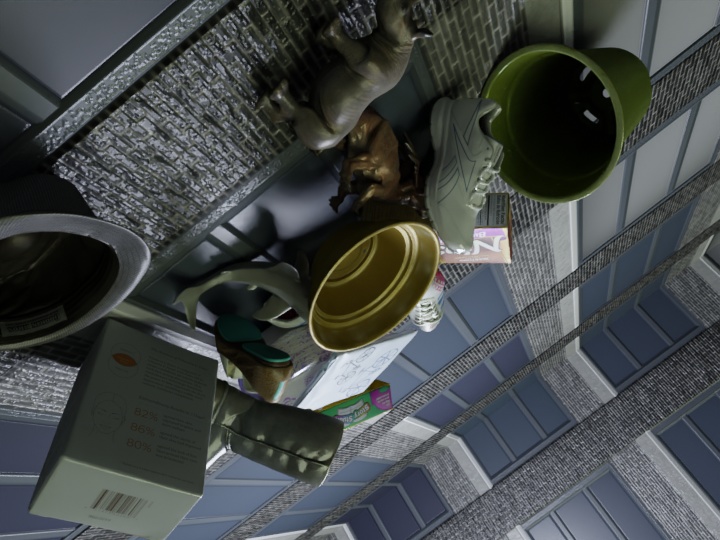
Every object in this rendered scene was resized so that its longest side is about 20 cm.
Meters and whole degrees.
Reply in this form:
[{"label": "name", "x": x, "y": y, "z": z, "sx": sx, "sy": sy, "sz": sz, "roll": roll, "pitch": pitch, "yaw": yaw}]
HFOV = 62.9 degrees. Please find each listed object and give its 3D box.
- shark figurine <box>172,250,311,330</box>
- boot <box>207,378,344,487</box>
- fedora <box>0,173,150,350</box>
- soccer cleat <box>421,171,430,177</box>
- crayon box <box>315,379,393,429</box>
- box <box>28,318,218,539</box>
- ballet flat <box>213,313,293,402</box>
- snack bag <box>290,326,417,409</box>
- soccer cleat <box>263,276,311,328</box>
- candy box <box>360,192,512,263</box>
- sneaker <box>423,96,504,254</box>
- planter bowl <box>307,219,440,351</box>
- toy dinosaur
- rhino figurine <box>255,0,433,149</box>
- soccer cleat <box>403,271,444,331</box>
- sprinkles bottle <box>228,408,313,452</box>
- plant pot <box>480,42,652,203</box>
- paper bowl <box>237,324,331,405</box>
[{"label": "shark figurine", "x": -0.125, "y": 0.013, "z": 0.754, "sx": 0.212, "sy": 0.129, "sz": 0.089, "roll": 9, "pitch": 158, "yaw": -19}, {"label": "boot", "x": -0.142, "y": 0.252, "z": 0.803, "sx": 0.199, "sy": 0.073, "sz": 0.183, "roll": 29, "pitch": 94, "yaw": -25}, {"label": "fedora", "x": -0.291, "y": -0.016, "z": 0.516, "sx": 0.200, "sy": 0.091, "sz": 0.176, "roll": -42, "pitch": 151, "yaw": 26}, {"label": "soccer cleat", "x": 0.121, "y": -0.108, "z": 0.841, "sx": 0.064, "sy": 0.084, "sz": 0.201, "roll": -17, "pitch": 153, "yaw": -34}, {"label": "crayon box", "x": -0.069, "y": 0.251, "z": 1.112, "sx": 0.199, "sy": 0.059, "sz": 0.172, "roll": -14, "pitch": -171, "yaw": -35}, {"label": "box", "x": -0.264, "y": 0.183, "z": 0.688, "sx": 0.151, "sy": 0.201, "sz": 0.107, "roll": 27, "pitch": 119, "yaw": -24}, {"label": "ballet flat", "x": -0.148, "y": 0.118, "z": 0.776, "sx": 0.067, "sy": 0.199, "sz": 0.073, "roll": 2, "pitch": 102, "yaw": -36}, {"label": "snack bag", "x": -0.020, "y": 0.166, "z": 0.951, "sx": 0.199, "sy": 0.021, "sz": 0.189, "roll": -10, "pitch": 146, "yaw": -46}, {"label": "soccer cleat", "x": -0.048, "y": 0.034, "z": 0.849, "sx": 0.199, "sy": 0.070, "sz": 0.086, "roll": -24, "pitch": 171, "yaw": 8}, {"label": "candy box", "x": 0.111, "y": -0.056, "z": 0.827, "sx": 0.198, "sy": 0.057, "sz": 0.117, "roll": 2, "pitch": 157, "yaw": 17}, {"label": "sneaker", "x": 0.129, "y": -0.121, "z": 0.717, "sx": 0.086, "sy": 0.202, "sz": 0.074, "roll": -2, "pitch": 174, "yaw": 33}, {"label": "planter bowl", "x": 0.000, "y": 0.000, "z": 0.746, "sx": 0.199, "sy": 0.084, "sz": 0.201, "roll": -26, "pitch": 142, "yaw": -22}, {"label": "toy dinosaur", "x": 0.021, "y": -0.136, "z": 0.701, "sx": 0.135, "sy": 0.086, "sz": 0.201, "roll": -38, "pitch": 140, "yaw": -13}, {"label": "rhino figurine", "x": -0.005, "y": -0.197, "z": 0.556, "sx": 0.087, "sy": 0.060, "sz": 0.200, "roll": 39, "pitch": 110, "yaw": -25}, {"label": "soccer cleat", "x": 0.100, "y": 0.048, "z": 0.902, "sx": 0.069, "sy": 0.087, "sz": 0.200, "roll": -10, "pitch": 171, "yaw": 12}, {"label": "sprinkles bottle", "x": -0.167, "y": 0.231, "z": 0.856, "sx": 0.198, "sy": 0.069, "sz": 0.069, "roll": 7, "pitch": 138, "yaw": -16}, {"label": "plant pot", "x": 0.294, "y": -0.219, "z": 0.792, "sx": 0.189, "sy": 0.200, "sz": 0.201, "roll": -32, "pitch": 156, "yaw": -36}, {"label": "paper bowl", "x": -0.104, "y": 0.148, "z": 0.961, "sx": 0.200, "sy": 0.105, "sz": 0.201, "roll": -28, "pitch": 155, "yaw": -14}]
